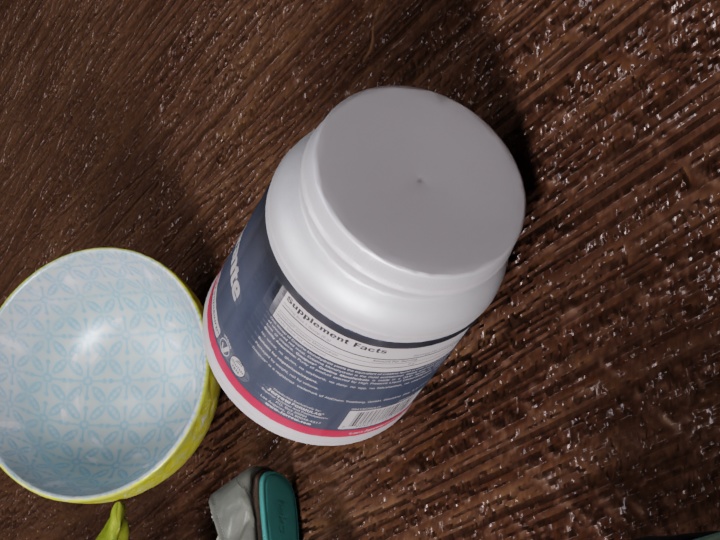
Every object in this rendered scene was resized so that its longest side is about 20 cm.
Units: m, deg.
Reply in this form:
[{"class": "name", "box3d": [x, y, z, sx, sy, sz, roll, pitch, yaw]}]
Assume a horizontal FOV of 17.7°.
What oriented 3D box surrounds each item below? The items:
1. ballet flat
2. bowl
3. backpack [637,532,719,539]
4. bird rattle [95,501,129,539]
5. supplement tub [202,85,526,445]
[{"class": "ballet flat", "box3d": [-0.067, 0.227, 1.561, 0.064, 0.067, 0.200, -29, 50, 26]}, {"class": "bowl", "box3d": [-0.186, 0.090, 1.791, 0.108, 0.200, 0.200, 34, -132, -64]}, {"class": "backpack", "box3d": [0.108, 0.199, 0.971, 0.153, 0.176, 0.200, 58, 142, 23]}, {"class": "bird rattle", "box3d": [-0.173, 0.278, 1.720, 0.113, 0.163, 0.200, -43, 37, 25]}, {"class": "supplement tub", "box3d": [0.000, 0.000, 1.315, 0.200, 0.140, 0.140, 124, 142, -53]}]
